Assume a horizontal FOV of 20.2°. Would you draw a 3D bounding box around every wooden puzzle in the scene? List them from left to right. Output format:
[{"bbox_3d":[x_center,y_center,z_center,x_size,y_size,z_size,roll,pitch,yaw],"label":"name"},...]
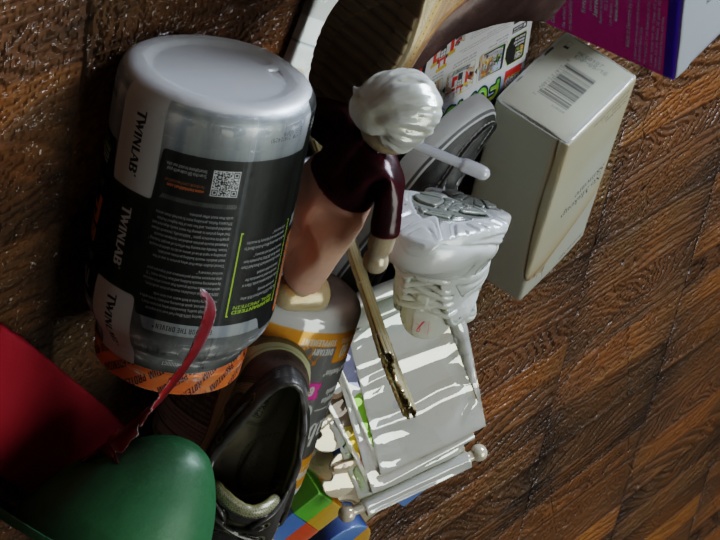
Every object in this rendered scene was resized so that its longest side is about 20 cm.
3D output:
[{"bbox_3d":[-0.003,0.170,1.606,0.185,0.046,0.200,-39,154,4],"label":"wooden puzzle"}]

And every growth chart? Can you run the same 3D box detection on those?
[{"bbox_3d":[0.028,0.090,1.504,0.144,0.018,0.201,-16,120,-14],"label":"growth chart"}]

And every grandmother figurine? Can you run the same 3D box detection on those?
[{"bbox_3d":[-0.011,-0.058,1.256,0.061,0.121,0.200,-36,172,-42],"label":"grandmother figurine"}]

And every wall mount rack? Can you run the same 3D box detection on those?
[{"bbox_3d":[0.024,-0.147,1.357,0.173,0.075,0.201,14,102,-37],"label":"wall mount rack"}]

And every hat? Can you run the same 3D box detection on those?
[{"bbox_3d":[-0.120,0.109,1.270,0.165,0.200,0.177,30,83,-32],"label":"hat"}]

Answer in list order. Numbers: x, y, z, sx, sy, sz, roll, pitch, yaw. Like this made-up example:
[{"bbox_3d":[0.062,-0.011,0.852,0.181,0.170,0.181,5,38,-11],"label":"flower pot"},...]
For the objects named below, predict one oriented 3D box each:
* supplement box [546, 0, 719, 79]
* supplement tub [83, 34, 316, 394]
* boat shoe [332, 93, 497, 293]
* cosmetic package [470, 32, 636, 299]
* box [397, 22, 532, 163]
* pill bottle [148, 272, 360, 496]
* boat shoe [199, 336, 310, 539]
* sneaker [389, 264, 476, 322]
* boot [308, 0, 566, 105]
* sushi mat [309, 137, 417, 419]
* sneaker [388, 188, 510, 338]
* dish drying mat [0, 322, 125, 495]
[{"bbox_3d":[0.169,-0.234,1.432,0.101,0.200,0.104,-42,148,-32],"label":"supplement box"},{"bbox_3d":[-0.103,-0.033,1.237,0.122,0.122,0.201,-23,133,-50],"label":"supplement tub"},{"bbox_3d":[0.043,-0.037,1.487,0.200,0.066,0.070,-49,167,7],"label":"boat shoe"},{"bbox_3d":[0.146,-0.081,1.627,0.104,0.073,0.200,-44,159,-32],"label":"cosmetic package"},{"bbox_3d":[0.058,-0.152,1.494,0.200,0.035,0.110,-33,141,-43],"label":"box"},{"bbox_3d":[-0.081,0.093,1.395,0.116,0.116,0.201,-10,123,-56],"label":"pill bottle"},{"bbox_3d":[-0.081,0.142,1.315,0.065,0.073,0.201,-108,-149,-69],"label":"boat shoe"},{"bbox_3d":[0.038,0.033,1.558,0.078,0.099,0.201,-15,127,-54],"label":"sneaker"},{"bbox_3d":[0.071,-0.165,1.293,0.166,0.072,0.200,1,133,-49],"label":"boot"},{"bbox_3d":[0.000,0.000,1.398,0.012,0.201,0.096,-19,148,1],"label":"sushi mat"},{"bbox_3d":[0.054,0.001,1.358,0.200,0.078,0.100,-10,117,-76],"label":"sneaker"},{"bbox_3d":[-0.212,0.095,1.280,0.077,0.018,0.200,-52,153,-9],"label":"dish drying mat"}]
